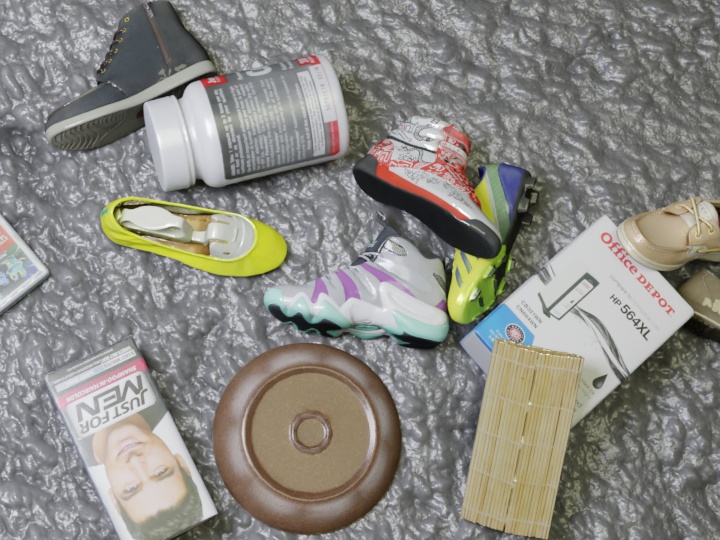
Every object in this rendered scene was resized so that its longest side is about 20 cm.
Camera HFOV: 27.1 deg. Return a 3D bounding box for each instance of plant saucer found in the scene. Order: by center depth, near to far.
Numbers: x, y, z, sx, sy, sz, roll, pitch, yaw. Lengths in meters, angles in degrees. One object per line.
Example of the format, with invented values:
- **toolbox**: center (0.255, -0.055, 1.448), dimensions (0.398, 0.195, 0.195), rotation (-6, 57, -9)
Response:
- **plant saucer**: center (-0.053, 0.170, 1.541), dimensions (0.199, 0.037, 0.202), rotation (2, 76, -7)

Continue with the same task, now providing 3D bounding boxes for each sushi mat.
- **sushi mat**: center (0.164, 0.173, 1.523), dimensions (0.095, 0.012, 0.201), rotation (13, 104, 14)

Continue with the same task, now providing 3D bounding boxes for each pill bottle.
- **pill bottle**: center (-0.121, -0.153, 1.571), dimensions (0.199, 0.114, 0.115), rotation (-14, 78, -12)

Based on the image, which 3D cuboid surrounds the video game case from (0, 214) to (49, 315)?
- **video game case**: center (-0.454, -0.002, 1.532), dimensions (0.200, 0.023, 0.182), rotation (-40, 84, -17)

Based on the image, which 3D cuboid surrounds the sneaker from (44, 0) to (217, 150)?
- **sneaker**: center (-0.263, -0.207, 1.592), dimensions (0.199, 0.075, 0.107), rotation (-28, 77, -23)

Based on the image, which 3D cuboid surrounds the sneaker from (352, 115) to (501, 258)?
- **sneaker**: center (0.095, -0.097, 1.579), dimensions (0.201, 0.067, 0.108), rotation (31, 66, 34)

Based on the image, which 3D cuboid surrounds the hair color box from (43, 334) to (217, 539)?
- **hair color box**: center (-0.231, 0.179, 1.499), dimensions (0.099, 0.061, 0.201), rotation (-25, 82, -14)

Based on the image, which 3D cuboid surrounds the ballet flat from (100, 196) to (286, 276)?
- **ballet flat**: center (-0.173, -0.039, 1.559), dimensions (0.199, 0.067, 0.067), rotation (12, 74, -6)

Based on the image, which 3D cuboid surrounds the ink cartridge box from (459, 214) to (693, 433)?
- **ink cartridge box**: center (0.230, 0.061, 1.585), dimensions (0.200, 0.084, 0.146), rotation (-41, 84, -15)

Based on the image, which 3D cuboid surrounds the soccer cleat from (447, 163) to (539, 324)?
- **soccer cleat**: center (0.126, -0.029, 1.599), dimensions (0.083, 0.065, 0.201), rotation (14, 61, 21)

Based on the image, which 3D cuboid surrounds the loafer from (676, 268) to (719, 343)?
- **loafer**: center (0.433, 0.061, 1.620), dimensions (0.199, 0.076, 0.068), rotation (28, 80, -1)

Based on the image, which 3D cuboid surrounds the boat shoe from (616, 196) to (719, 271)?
- **boat shoe**: center (0.356, -0.048, 1.597), dimensions (0.199, 0.069, 0.074), rotation (-7, 59, -41)

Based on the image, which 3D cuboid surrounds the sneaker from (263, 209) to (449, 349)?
- **sneaker**: center (0.000, 0.000, 1.576), dimensions (0.199, 0.078, 0.141), rotation (11, 73, -15)
